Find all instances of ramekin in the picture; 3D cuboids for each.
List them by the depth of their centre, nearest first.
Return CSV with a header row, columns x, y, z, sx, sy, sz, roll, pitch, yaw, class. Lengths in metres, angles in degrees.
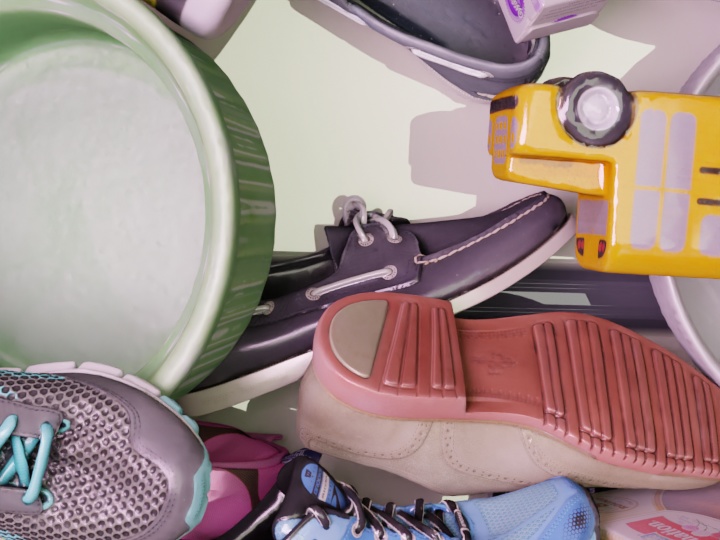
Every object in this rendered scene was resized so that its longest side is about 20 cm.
x,y,z,sx,sy,sz,roll,pitch,yaw,class
-0.130,-0.023,0.720,0.198,0.098,0.203,0,91,15,ramekin

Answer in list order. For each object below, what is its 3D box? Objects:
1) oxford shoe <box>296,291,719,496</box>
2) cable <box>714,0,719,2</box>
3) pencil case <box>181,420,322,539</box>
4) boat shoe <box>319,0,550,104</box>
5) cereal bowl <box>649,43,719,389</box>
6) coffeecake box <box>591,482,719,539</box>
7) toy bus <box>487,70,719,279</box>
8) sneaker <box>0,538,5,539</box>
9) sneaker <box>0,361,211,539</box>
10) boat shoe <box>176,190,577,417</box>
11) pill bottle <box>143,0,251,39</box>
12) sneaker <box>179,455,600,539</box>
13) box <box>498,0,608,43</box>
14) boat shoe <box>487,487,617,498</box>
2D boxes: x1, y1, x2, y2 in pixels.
x,y,z,sx,sy,sz,roll,pitch,yaw,class
0.068,0.063,0.748,0.198,0.071,0.074,14,136,-10,oxford shoe
0.180,-0.209,0.759,0.197,0.069,0.202,-3,67,3,cable
-0.075,0.168,0.770,0.090,0.094,0.203,10,94,18,pencil case
0.004,-0.147,0.776,0.199,0.062,0.073,36,87,-7,boat shoe
0.218,-0.024,0.797,0.197,0.083,0.203,0,92,-7,cereal bowl
0.198,0.135,0.736,0.198,0.153,0.074,-6,100,-26,coffeecake box
0.153,-0.036,0.716,0.197,0.065,0.079,3,93,-7,toy bus
-0.182,0.158,0.734,0.075,0.076,0.201,36,113,9,sneaker
-0.153,0.064,0.630,0.198,0.091,0.079,11,95,15,sneaker
0.000,0.000,0.778,0.198,0.073,0.063,-23,96,0,boat shoe
-0.111,-0.192,0.690,0.199,0.114,0.115,33,88,-3,pill bottle
0.001,0.115,0.690,0.198,0.078,0.091,-16,104,-9,sneaker
0.053,-0.199,0.761,0.041,0.039,0.202,-17,78,-19,box
0.082,0.142,0.801,0.068,0.057,0.203,4,92,-7,boat shoe
